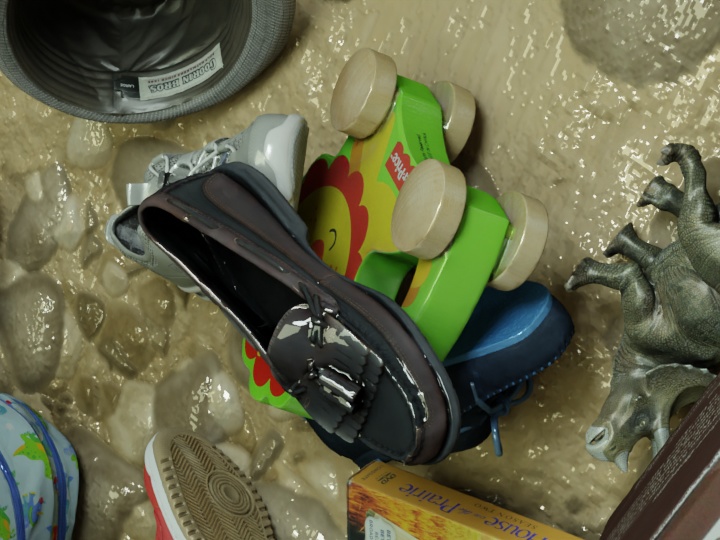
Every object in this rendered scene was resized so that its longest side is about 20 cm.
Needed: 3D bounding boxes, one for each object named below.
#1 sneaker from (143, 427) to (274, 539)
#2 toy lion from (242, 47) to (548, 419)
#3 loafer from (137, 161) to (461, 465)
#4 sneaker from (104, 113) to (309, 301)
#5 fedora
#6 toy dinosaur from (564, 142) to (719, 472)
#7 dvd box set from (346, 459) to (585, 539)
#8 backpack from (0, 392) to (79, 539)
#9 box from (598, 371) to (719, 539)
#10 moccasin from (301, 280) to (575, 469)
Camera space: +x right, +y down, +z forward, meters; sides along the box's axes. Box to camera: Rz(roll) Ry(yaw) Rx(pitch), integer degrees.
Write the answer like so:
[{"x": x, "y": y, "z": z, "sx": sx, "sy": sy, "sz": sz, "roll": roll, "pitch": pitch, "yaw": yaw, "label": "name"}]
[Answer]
[{"x": -0.090, "y": 0.197, "z": 1.286, "sx": 0.112, "sy": 0.071, "sz": 0.200, "roll": -46, "pitch": 63, "yaw": 35, "label": "sneaker"}, {"x": 0.000, "y": 0.000, "z": 1.150, "sx": 0.192, "sy": 0.068, "sz": 0.200, "roll": -61, "pitch": 27, "yaw": 20, "label": "toy lion"}, {"x": -0.034, "y": 0.025, "z": 1.064, "sx": 0.200, "sy": 0.063, "sz": 0.072, "roll": 47, "pitch": 131, "yaw": 31, "label": "loafer"}, {"x": -0.084, "y": -0.031, "z": 1.197, "sx": 0.200, "sy": 0.082, "sz": 0.075, "roll": 137, "pitch": 144, "yaw": -61, "label": "sneaker"}, {"x": -0.125, "y": -0.168, "z": 1.229, "sx": 0.200, "sy": 0.176, "sz": 0.091, "roll": 96, "pitch": 171, "yaw": -58, "label": "fedora"}, {"x": 0.167, "y": 0.001, "z": 1.075, "sx": 0.102, "sy": 0.077, "sz": 0.200, "roll": 41, "pitch": 113, "yaw": 12, "label": "toy dinosaur"}, {"x": 0.079, "y": 0.194, "z": 1.157, "sx": 0.200, "sy": 0.029, "sz": 0.147, "roll": 19, "pitch": 122, "yaw": 35, "label": "dvd box set"}, {"x": -0.254, "y": 0.168, "z": 1.379, "sx": 0.163, "sy": 0.154, "sz": 0.201, "roll": 33, "pitch": 135, "yaw": 33, "label": "backpack"}, {"x": 0.192, "y": 0.138, "z": 0.948, "sx": 0.164, "sy": 0.200, "sz": 0.166, "roll": 35, "pitch": 117, "yaw": 4, "label": "box"}, {"x": 0.049, "y": 0.058, "z": 1.167, "sx": 0.068, "sy": 0.080, "sz": 0.200, "roll": 53, "pitch": 147, "yaw": -10, "label": "moccasin"}]
